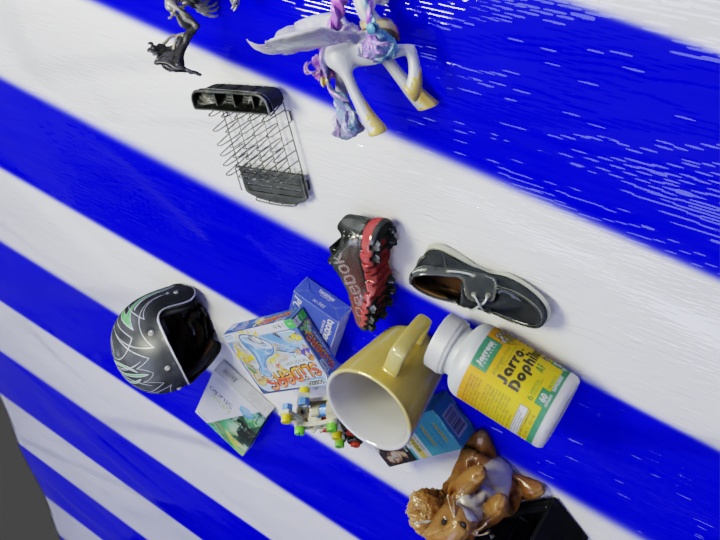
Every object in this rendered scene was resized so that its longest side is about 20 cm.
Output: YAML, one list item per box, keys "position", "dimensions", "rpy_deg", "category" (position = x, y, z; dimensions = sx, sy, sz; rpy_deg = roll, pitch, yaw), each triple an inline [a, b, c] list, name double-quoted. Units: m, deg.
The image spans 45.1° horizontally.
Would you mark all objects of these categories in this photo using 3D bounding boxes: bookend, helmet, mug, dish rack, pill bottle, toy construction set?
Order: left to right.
- position: [-0.376, 0.136, 1.635]
  dimensions: [0.198, 0.191, 0.203]
  rpy_deg: [24, 137, 25]
  category: "helmet"
- position: [-0.155, -0.180, 1.279]
  dimensions: [0.151, 0.055, 0.203]
  rpy_deg: [13, 131, 36]
  category: "dish rack"
- position: [-0.062, 0.258, 1.499]
  dimensions: [0.128, 0.094, 0.200]
  rpy_deg: [-1, 165, 6]
  category: "toy construction set"
- position: [0.061, 0.158, 1.291]
  dimensions: [0.185, 0.153, 0.151]
  rpy_deg: [-22, 107, 48]
  category: "mug"
- position: [0.191, 0.145, 1.196]
  dimensions: [0.198, 0.113, 0.114]
  rpy_deg: [31, 139, 18]
  category: "pill bottle"
- position: [0.229, 0.477, 1.375]
  dimensions: [0.092, 0.199, 0.199]
  rpy_deg: [49, 142, -8]
  category: "bookend"

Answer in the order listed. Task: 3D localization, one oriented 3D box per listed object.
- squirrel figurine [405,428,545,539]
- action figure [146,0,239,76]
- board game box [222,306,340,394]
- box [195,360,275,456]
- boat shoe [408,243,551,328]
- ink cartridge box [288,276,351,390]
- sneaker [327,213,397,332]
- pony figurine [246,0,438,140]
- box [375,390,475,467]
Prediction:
- position: [0.158, 0.381, 1.366]
  dimensions: [0.142, 0.187, 0.200]
  rpy_deg: [45, 141, -1]
  category: "squirrel figurine"
- position: [-0.218, -0.362, 1.145]
  dimensions: [0.119, 0.100, 0.204]
  rpy_deg: [25, 102, 64]
  category: "action figure"
- position: [-0.134, 0.140, 1.472]
  dimensions: [0.198, 0.035, 0.136]
  rpy_deg: [-16, 113, 46]
  category: "board game box"
- position: [-0.262, 0.287, 1.786]
  dimensions: [0.144, 0.036, 0.201]
  rpy_deg: [41, 142, 8]
  category: "box"
- position: [0.159, 0.034, 1.168]
  dimensions: [0.197, 0.068, 0.073]
  rpy_deg: [25, 135, 22]
  category: "boat shoe"
- position: [-0.082, 0.110, 1.466]
  dimensions: [0.093, 0.044, 0.202]
  rpy_deg: [34, 139, 12]
  category: "ink cartridge box"
- position: [0.000, 0.000, 1.278]
  dimensions: [0.097, 0.071, 0.203]
  rpy_deg: [22, 133, 26]
  category: "sneaker"
- position: [-0.018, -0.261, 1.033]
  dimensions: [0.190, 0.167, 0.203]
  rpy_deg: [-17, 111, 13]
  category: "pony figurine"
- position: [0.093, 0.265, 1.436]
  dimensions: [0.083, 0.049, 0.199]
  rpy_deg: [51, 141, -7]
  category: "box"
